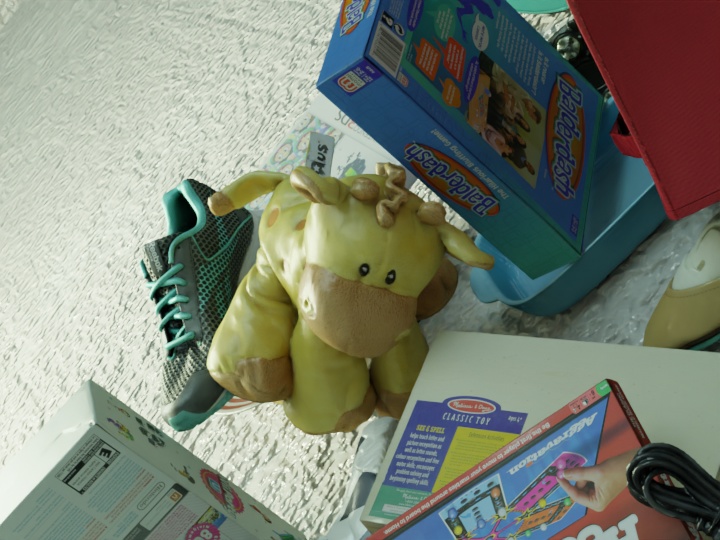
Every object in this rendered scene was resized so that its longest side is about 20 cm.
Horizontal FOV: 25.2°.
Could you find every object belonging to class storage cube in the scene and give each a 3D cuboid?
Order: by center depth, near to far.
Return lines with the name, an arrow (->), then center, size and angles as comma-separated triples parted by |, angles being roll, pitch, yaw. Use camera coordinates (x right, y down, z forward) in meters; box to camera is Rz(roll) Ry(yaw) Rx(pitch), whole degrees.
storage cube -> 0.207, -0.163, 0.889 | 0.200, 0.180, 0.171 | -26, 14, 12

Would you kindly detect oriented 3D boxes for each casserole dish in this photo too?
casserole dish -> 0.156, -0.045, 1.061 | 0.200, 0.039, 0.121 | -45, 26, 9

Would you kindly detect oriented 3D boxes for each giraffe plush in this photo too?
giraffe plush -> 0.000, 0.000, 0.994 | 0.162, 0.172, 0.200 | 164, 98, -70

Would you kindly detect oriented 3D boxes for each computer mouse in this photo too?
computer mouse -> 0.223, 0.050, 0.778 | 0.110, 0.044, 0.200 | 29, 73, 21

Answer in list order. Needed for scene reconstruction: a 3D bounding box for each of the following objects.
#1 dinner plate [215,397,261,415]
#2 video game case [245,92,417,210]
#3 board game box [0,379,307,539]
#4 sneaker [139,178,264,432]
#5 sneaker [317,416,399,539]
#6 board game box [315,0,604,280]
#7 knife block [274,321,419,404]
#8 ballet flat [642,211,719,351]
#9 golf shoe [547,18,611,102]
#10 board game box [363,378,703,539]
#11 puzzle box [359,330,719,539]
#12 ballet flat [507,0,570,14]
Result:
dinner plate -> -0.051, 0.023, 1.166 | 0.200, 0.024, 0.200 | -35, 33, 27
video game case -> -0.048, -0.037, 1.185 | 0.200, 0.024, 0.182 | -51, 29, -1
board game box -> -0.147, 0.188, 1.045 | 0.148, 0.200, 0.064 | -46, 26, 7
sneaker -> -0.118, 0.019, 1.099 | 0.078, 0.091, 0.200 | -31, 35, 33
sneaker -> -0.017, 0.186, 0.980 | 0.129, 0.079, 0.199 | -27, 44, 24
board game box -> 0.070, -0.112, 1.016 | 0.045, 0.200, 0.152 | -28, 33, 38
knife block -> -0.025, 0.019, 1.230 | 0.176, 0.064, 0.200 | -57, 27, -15
ballet flat -> 0.227, -0.018, 0.882 | 0.200, 0.063, 0.069 | -32, 10, 29
golf shoe -> 0.198, -0.174, 1.147 | 0.200, 0.077, 0.088 | -41, 8, 14
board game box -> 0.074, 0.153, 0.837 | 0.200, 0.019, 0.103 | -37, 63, 22
puzzle box -> 0.108, 0.099, 0.887 | 0.200, 0.025, 0.133 | 4, 56, 34
ballet flat -> 0.181, -0.245, 1.269 | 0.075, 0.068, 0.200 | -40, 24, -32
